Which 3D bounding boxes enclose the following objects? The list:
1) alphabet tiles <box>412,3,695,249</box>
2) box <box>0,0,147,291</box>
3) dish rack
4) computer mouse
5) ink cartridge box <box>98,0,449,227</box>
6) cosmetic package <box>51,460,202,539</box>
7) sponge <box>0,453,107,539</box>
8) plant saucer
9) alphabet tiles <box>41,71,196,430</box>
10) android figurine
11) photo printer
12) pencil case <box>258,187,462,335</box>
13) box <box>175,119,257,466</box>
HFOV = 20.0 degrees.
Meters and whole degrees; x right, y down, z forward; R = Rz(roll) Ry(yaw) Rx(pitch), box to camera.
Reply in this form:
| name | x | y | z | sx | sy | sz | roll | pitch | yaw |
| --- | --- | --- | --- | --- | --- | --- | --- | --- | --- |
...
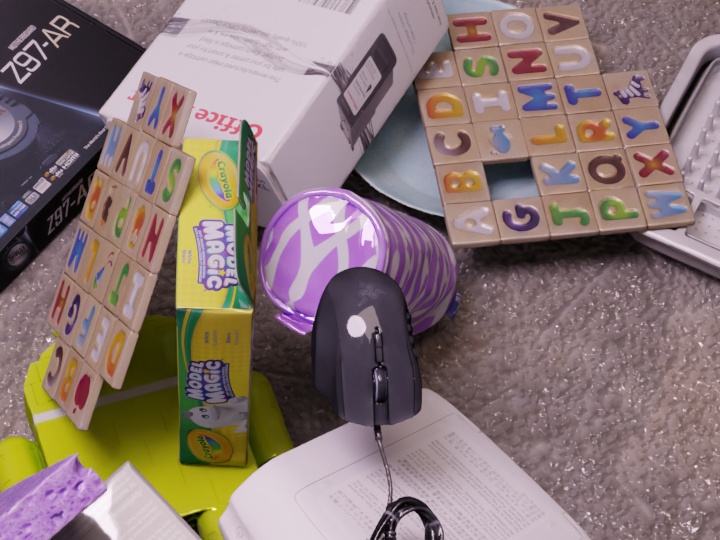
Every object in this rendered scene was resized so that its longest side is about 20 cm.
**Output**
| name | x | y | z | sx | sy | sz | roll | pitch | yaw |
| --- | --- | --- | --- | --- | --- | --- | --- | --- | --- |
| alphabet tiles | 0.124 | -0.103 | 1.391 | 0.165 | 0.008 | 0.201 | -6 | 55 | -8 |
| box | -0.243 | -0.100 | 1.381 | 0.159 | 0.044 | 0.200 | 32 | 58 | 16 |
| dish rack | 0.277 | -0.062 | 1.404 | 0.170 | 0.044 | 0.201 | 24 | 56 | 12 |
| computer mouse | 0.012 | 0.089 | 1.088 | 0.058 | 0.034 | 0.202 | -4 | 68 | -15 |
| ink cartridge box | -0.056 | -0.133 | 1.361 | 0.144 | 0.084 | 0.201 | 17 | 61 | 32 |
| cosmetic package | -0.098 | 0.216 | 1.119 | 0.107 | 0.090 | 0.200 | -39 | 79 | -17 |
| sponge | -0.215 | 0.160 | 1.109 | 0.030 | 0.200 | 0.112 | 50 | 60 | -6 |
| plant saucer | 0.071 | -0.105 | 1.418 | 0.199 | 0.039 | 0.203 | 3 | 55 | -4 |
| alphabet tiles | -0.142 | -0.014 | 1.185 | 0.006 | 0.166 | 0.202 | 16 | 95 | -24 |
| android figurine | -0.134 | 0.106 | 1.246 | 0.180 | 0.041 | 0.201 | -16 | 58 | -16 |
| photo printer | 0.025 | 0.159 | 1.157 | 0.166 | 0.070 | 0.199 | 42 | 33 | 19 |
| pencil case | 0.000 | 0.000 | 1.237 | 0.084 | 0.200 | 0.086 | 32 | 93 | 17 |
| box | -0.082 | 0.015 | 1.169 | 0.048 | 0.201 | 0.118 | 3 | 56 | -5 |
